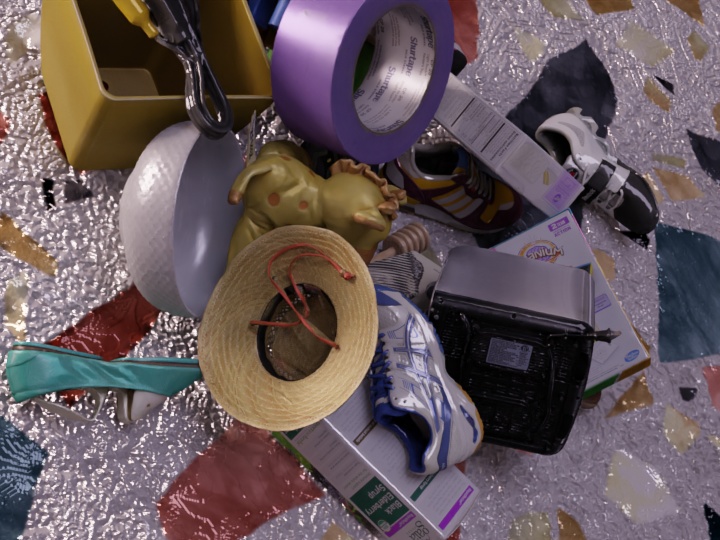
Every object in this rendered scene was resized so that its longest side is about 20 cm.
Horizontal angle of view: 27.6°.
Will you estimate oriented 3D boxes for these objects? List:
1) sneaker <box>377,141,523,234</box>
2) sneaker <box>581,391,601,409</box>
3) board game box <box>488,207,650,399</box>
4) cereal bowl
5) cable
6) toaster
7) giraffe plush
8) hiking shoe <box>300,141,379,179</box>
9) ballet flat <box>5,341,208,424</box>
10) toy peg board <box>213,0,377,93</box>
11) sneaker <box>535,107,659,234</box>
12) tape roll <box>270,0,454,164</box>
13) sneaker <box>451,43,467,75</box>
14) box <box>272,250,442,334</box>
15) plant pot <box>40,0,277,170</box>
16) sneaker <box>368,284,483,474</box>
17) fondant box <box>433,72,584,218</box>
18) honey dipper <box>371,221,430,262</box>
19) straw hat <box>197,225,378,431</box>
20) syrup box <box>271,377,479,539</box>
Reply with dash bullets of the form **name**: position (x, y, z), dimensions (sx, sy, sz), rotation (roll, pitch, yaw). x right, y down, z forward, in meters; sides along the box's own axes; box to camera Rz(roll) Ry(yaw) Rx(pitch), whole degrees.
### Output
- **sneaker**: position (0.121, -0.102, 1.738), dimensions (0.199, 0.090, 0.075), rotation (9, 55, -26)
- **sneaker**: position (0.243, 0.060, 1.709), dimensions (0.070, 0.075, 0.201), rotation (4, 57, -44)
- **board game box**: position (0.217, 0.051, 1.669), dimensions (0.152, 0.040, 0.201), rotation (-26, 71, 4)
- **cereal bowl**: position (-0.185, -0.053, 1.468), dimensions (0.083, 0.201, 0.201), rotation (6, 48, 15)
- **cable**: position (-0.177, -0.216, 1.440), dimensions (0.097, 0.050, 0.201), rotation (-23, 85, -58)
- **toaster**: position (0.156, 0.085, 1.531), dimensions (0.199, 0.182, 0.119), rotation (11, 36, 4)
- **giraffe plush**: position (-0.039, -0.061, 1.499), dimensions (0.161, 0.201, 0.173), rotation (13, 49, 8)
- **hiking shoe**: position (-0.024, -0.125, 1.673), dimensions (0.100, 0.076, 0.201), rotation (24, 49, -12)
- **ballet flat**: position (-0.241, 0.111, 1.396), dimensions (0.199, 0.067, 0.071), rotation (7, 81, -28)
- **toy peg board**: position (-0.085, -0.261, 1.625), dimensions (0.199, 0.199, 0.098), rotation (28, 84, -47)
- **sneaker**: position (0.296, -0.117, 1.875), dimensions (0.088, 0.074, 0.200), rotation (-20, 62, -39)
- **tape roll**: position (0.005, -0.216, 1.507), dimensions (0.085, 0.201, 0.200), rotation (23, 36, 35)
- **sneaker**: position (0.035, -0.300, 1.843), dimensions (0.199, 0.080, 0.087), rotation (19, 39, -30)
- **box**: position (0.006, 0.043, 1.567), dimensions (0.199, 0.069, 0.082), rotation (-16, 37, -40)
- **plant pot**: position (-0.231, -0.209, 1.533), dimensions (0.199, 0.176, 0.201), rotation (-5, 62, -34)
- **sneaker**: position (0.041, 0.107, 1.448), dimensions (0.088, 0.075, 0.201), rotation (-26, 78, -39)
- **fondant box**: position (0.156, -0.155, 1.725), dimensions (0.144, 0.058, 0.200), rotation (33, 11, -47)
- **honey dipper**: position (0.000, 0.000, 1.636), dimensions (0.200, 0.038, 0.038), rotation (-30, 78, -37)
- **straw hat**: position (-0.054, 0.064, 1.429), dimensions (0.202, 0.200, 0.085), rotation (69, 12, 22)
- **syrup box**: position (0.016, 0.194, 1.480), dimensions (0.200, 0.079, 0.081), rotation (45, 47, 2)
